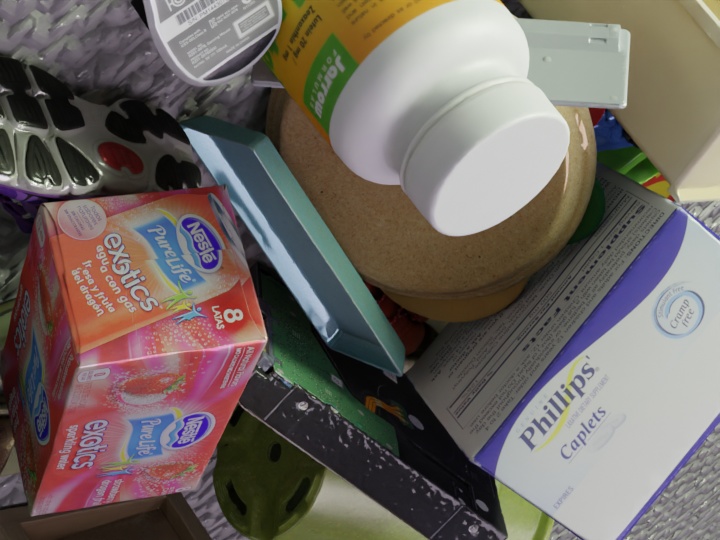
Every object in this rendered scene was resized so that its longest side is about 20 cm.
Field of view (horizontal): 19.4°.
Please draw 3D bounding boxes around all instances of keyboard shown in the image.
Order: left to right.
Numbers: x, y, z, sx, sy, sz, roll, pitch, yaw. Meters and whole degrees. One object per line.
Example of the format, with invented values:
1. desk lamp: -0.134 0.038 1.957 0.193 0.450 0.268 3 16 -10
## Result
1. keyboard: 0.043 -0.114 1.128 0.200 0.056 0.011 4 149 6

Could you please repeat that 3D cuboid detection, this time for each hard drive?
1. hard drive: 0.001 0.090 1.324 0.200 0.140 0.038 38 107 -21

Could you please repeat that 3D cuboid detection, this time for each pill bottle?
1. pill bottle: 0.014 -0.115 1.058 0.111 0.200 0.111 -28 151 -17

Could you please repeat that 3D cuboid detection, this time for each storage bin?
1. storage bin: 0.211 -0.144 1.242 0.199 0.200 0.094 -6 140 -45

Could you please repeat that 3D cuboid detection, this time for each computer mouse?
1. computer mouse: -0.097 -0.170 0.978 0.110 0.044 0.200 -35 133 -15

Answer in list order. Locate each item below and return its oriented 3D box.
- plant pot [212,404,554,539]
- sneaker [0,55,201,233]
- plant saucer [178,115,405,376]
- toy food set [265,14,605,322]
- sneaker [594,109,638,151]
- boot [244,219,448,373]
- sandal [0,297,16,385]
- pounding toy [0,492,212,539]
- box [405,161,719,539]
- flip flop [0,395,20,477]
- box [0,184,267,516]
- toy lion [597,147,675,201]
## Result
1. plant pot: 0.005 0.139 1.478 0.190 0.200 0.200 14 124 -43
2. sneaker: -0.166 -0.049 1.091 0.083 0.081 0.200 -36 152 25
3. plant saucer: -0.035 -0.015 1.226 0.019 0.070 0.200 -50 131 -19
4. toy food set: 0.044 -0.071 1.206 0.198 0.200 0.049 -46 -173 30
5. sneaker: 0.133 -0.112 1.289 0.111 0.077 0.200 -11 168 28
6. boot: 0.000 0.000 1.322 0.075 0.107 0.200 -38 150 7
7. sandal: -0.154 0.036 1.246 0.201 0.057 0.080 -27 151 -19
8. pounding toy: -0.157 0.265 1.456 0.200 0.184 0.142 -6 140 -45
9. box: 0.138 0.044 1.246 0.184 0.105 0.200 -51 -166 3
10. flip flop: -0.233 0.120 1.282 0.200 0.058 0.081 -9 141 -42
11. box: -0.125 0.046 1.121 0.103 0.095 0.200 -7 155 -21
12. toy lion: 0.190 -0.064 1.474 0.192 0.069 0.200 -35 165 8
